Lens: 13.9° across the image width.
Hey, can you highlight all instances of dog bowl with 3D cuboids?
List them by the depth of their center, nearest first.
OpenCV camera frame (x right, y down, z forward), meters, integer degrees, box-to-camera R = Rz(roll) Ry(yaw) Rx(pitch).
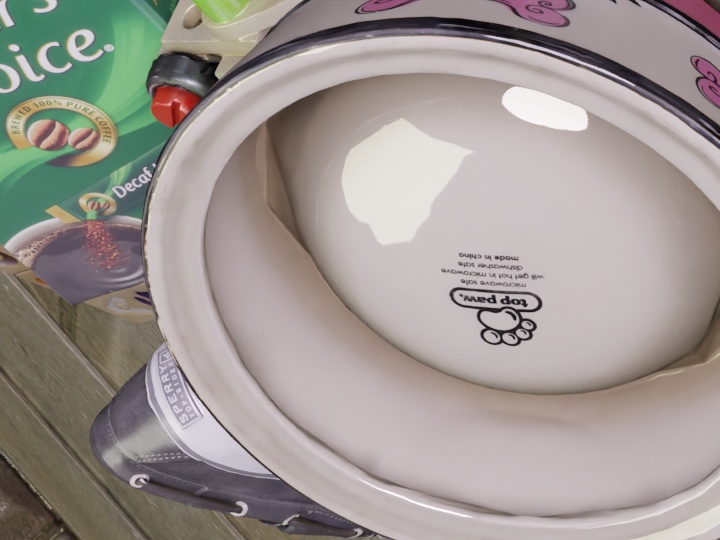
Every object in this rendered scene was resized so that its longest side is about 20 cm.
[{"bbox_3d":[0.042,-0.009,0.840,0.200,0.074,0.200,10,133,11],"label":"dog bowl"}]

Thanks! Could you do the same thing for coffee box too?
[{"bbox_3d":[-0.105,-0.069,0.973,0.200,0.123,0.044,47,-144,-42],"label":"coffee box"}]

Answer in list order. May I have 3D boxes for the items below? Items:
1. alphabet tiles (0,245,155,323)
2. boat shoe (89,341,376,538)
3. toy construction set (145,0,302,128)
[{"bbox_3d":[-0.141,-0.021,1.251,0.200,0.008,0.167,22,163,-27],"label":"alphabet tiles"},{"bbox_3d":[-0.020,0.069,1.080,0.200,0.066,0.070,14,-131,-52],"label":"boat shoe"},{"bbox_3d":[0.015,-0.054,0.916,0.131,0.092,0.200,4,135,41],"label":"toy construction set"}]
